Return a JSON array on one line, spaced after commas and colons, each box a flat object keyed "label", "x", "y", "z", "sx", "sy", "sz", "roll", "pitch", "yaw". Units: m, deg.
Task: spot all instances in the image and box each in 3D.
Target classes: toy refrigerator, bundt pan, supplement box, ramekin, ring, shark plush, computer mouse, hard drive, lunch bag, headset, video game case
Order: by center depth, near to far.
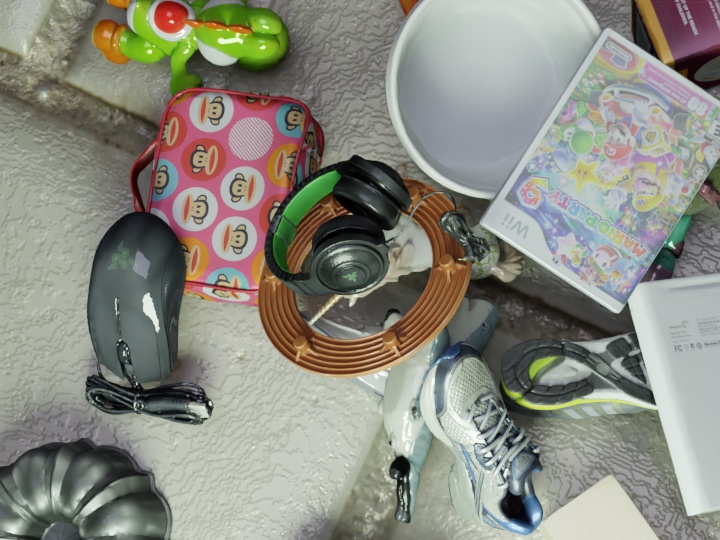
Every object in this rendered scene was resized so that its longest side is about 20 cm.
[{"label": "headset", "x": 0.010, "y": -0.031, "z": 1.300, "sx": 0.200, "sy": 0.094, "sz": 0.124, "roll": -4, "pitch": 56, "yaw": 41}, {"label": "toy refrigerator", "x": 0.241, "y": 0.280, "z": 1.307, "sx": 0.076, "sy": 0.070, "sz": 0.200, "roll": -34, "pitch": 74, "yaw": -6}, {"label": "video game case", "x": 0.214, "y": -0.086, "z": 1.307, "sx": 0.143, "sy": 0.018, "sz": 0.200, "roll": 33, "pitch": 89, "yaw": -2}, {"label": "shark plush", "x": 0.067, "y": 0.118, "z": 1.322, "sx": 0.083, "sy": 0.091, "sz": 0.201, "roll": 16, "pitch": 73, "yaw": -29}, {"label": "hard drive", "x": 0.313, "y": 0.102, "z": 1.324, "sx": 0.132, "sy": 0.027, "sz": 0.201, "roll": -6, "pitch": 73, "yaw": -25}, {"label": "ring", "x": 0.000, "y": 0.000, "z": 1.326, "sx": 0.200, "sy": 0.019, "sz": 0.201, "roll": -13, "pitch": 55, "yaw": 19}, {"label": "ramekin", "x": 0.114, "y": -0.164, "z": 1.357, "sx": 0.200, "sy": 0.105, "sz": 0.201, "roll": -1, "pitch": 95, "yaw": -9}, {"label": "supplement box", "x": 0.351, "y": -0.236, "z": 1.382, "sx": 0.200, "sy": 0.110, "sz": 0.086, "roll": -20, "pitch": 75, "yaw": 6}, {"label": "computer mouse", "x": -0.205, "y": 0.048, "z": 1.403, "sx": 0.138, "sy": 0.053, "sz": 0.201, "roll": 6, "pitch": 105, "yaw": 22}, {"label": "bundt pan", "x": -0.277, "y": 0.250, "z": 1.406, "sx": 0.201, "sy": 0.076, "sz": 0.202, "roll": -3, "pitch": 77, "yaw": 11}, {"label": "lunch bag", "x": -0.134, "y": -0.071, "z": 1.449, "sx": 0.176, "sy": 0.082, "sz": 0.201, "roll": 8, "pitch": 79, "yaw": 13}]

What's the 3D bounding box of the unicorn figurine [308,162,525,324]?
[{"label": "unicorn figurine", "x": 0.055, "y": -0.026, "z": 1.382, "sx": 0.199, "sy": 0.074, "sz": 0.138, "roll": 1, "pitch": 50, "yaw": 5}]

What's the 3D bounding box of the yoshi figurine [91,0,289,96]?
[{"label": "yoshi figurine", "x": -0.153, "y": -0.231, "z": 1.499, "sx": 0.200, "sy": 0.113, "sz": 0.112, "roll": 12, "pitch": 39, "yaw": 27}]

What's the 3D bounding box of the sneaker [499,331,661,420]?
[{"label": "sneaker", "x": 0.214, "y": 0.097, "z": 1.354, "sx": 0.199, "sy": 0.081, "sz": 0.074, "roll": 3, "pitch": 70, "yaw": -8}]

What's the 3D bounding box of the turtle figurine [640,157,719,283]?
[{"label": "turtle figurine", "x": 0.285, "y": -0.081, "z": 1.370, "sx": 0.150, "sy": 0.101, "sz": 0.200, "roll": 36, "pitch": 91, "yaw": 16}]

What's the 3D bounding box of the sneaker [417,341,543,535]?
[{"label": "sneaker", "x": 0.115, "y": 0.145, "z": 1.297, "sx": 0.077, "sy": 0.200, "sz": 0.085, "roll": -39, "pitch": 38, "yaw": -24}]

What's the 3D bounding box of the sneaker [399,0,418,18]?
[{"label": "sneaker", "x": 0.070, "y": -0.212, "z": 1.448, "sx": 0.077, "sy": 0.073, "sz": 0.200, "roll": -27, "pitch": 74, "yaw": 0}]

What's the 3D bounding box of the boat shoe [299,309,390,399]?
[{"label": "boat shoe", "x": 0.025, "y": 0.080, "z": 1.392, "sx": 0.200, "sy": 0.072, "sz": 0.066, "roll": 29, "pitch": 79, "yaw": 15}]
